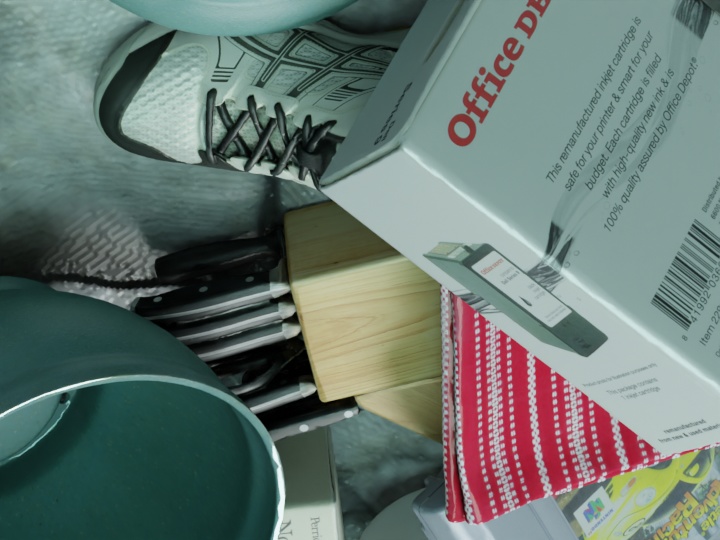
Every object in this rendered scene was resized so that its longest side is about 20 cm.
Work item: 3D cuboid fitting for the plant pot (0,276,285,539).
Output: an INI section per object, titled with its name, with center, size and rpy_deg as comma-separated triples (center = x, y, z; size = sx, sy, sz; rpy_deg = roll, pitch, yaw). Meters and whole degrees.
[plant pot]
center = -0.151, 0.087, 1.317
size = 0.199, 0.134, 0.201
rpy_deg = -18, 133, -20

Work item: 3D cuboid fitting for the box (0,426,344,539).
[box]
center = -0.107, 0.133, 1.438
size = 0.198, 0.069, 0.083
rpy_deg = -7, 123, 1

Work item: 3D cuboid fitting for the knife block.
[knife block]
center = 0.000, 0.000, 1.364
size = 0.175, 0.064, 0.200
rpy_deg = 26, 117, -20

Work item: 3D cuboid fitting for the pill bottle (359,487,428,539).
[pill bottle]
center = 0.064, 0.207, 1.473
size = 0.110, 0.111, 0.201
rpy_deg = -16, 122, 6

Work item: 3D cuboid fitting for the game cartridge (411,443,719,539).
[game cartridge]
center = 0.126, 0.090, 1.391
size = 0.200, 0.041, 0.133
rpy_deg = -43, 126, -16

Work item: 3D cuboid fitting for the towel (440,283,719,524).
[towel]
center = 0.123, 0.027, 1.332
size = 0.199, 0.022, 0.146
rpy_deg = -14, 114, -29

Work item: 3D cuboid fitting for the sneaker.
[sneaker]
center = -0.019, -0.068, 1.306
size = 0.198, 0.088, 0.076
rpy_deg = -2, 125, -2

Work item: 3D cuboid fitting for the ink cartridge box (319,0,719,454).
[ink cartridge box]
center = 0.104, -0.042, 1.247
size = 0.200, 0.146, 0.084
rpy_deg = 37, 155, -15

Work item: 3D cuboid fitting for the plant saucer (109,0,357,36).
[plant saucer]
center = -0.052, -0.187, 1.242
size = 0.198, 0.036, 0.201
rpy_deg = -1, 115, -3
